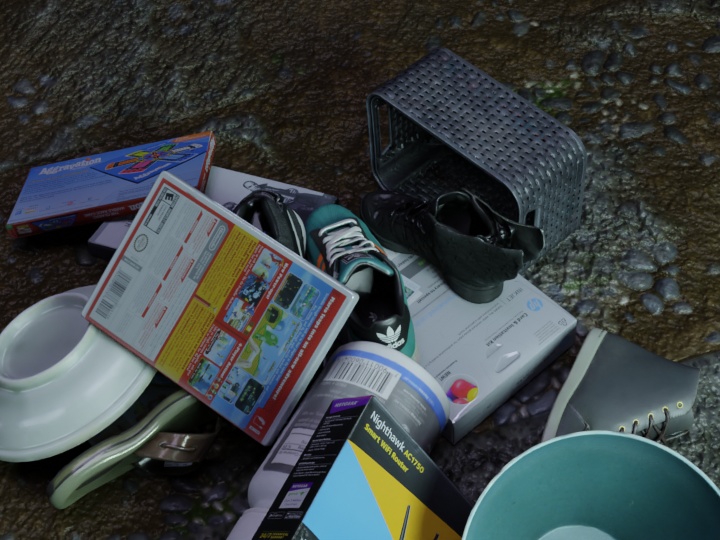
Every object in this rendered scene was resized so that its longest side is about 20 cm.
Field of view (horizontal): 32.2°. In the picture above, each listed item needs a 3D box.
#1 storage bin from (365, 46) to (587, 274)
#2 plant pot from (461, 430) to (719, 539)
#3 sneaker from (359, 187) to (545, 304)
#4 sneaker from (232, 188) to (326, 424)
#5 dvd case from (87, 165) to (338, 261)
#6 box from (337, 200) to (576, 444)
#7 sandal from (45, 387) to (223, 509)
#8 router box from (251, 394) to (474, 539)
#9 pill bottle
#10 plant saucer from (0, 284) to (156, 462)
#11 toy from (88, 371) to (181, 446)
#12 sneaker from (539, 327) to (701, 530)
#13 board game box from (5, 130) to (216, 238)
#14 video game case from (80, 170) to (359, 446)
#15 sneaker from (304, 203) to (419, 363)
[{"bbox_3d":[0.108,-0.102,1.183,0.094,0.135,0.200,-38,58,-23],"label":"storage bin"},{"bbox_3d":[0.167,0.225,0.901,0.199,0.135,0.201,-1,74,2],"label":"plant pot"},{"bbox_3d":[0.075,-0.041,1.106,0.060,0.104,0.200,-39,58,-24],"label":"sneaker"},{"bbox_3d":[-0.082,0.030,1.068,0.073,0.112,0.201,-11,76,10],"label":"sneaker"},{"bbox_3d":[-0.141,-0.044,1.213,0.199,0.025,0.150,14,44,17],"label":"dvd case"},{"bbox_3d":[0.071,0.041,1.133,0.156,0.041,0.200,-37,56,-22],"label":"box"},{"bbox_3d":[-0.166,0.151,1.049,0.201,0.080,0.057,-32,73,-12],"label":"sandal"},{"bbox_3d":[0.020,0.211,0.907,0.051,0.200,0.149,-11,39,45],"label":"router box"},{"bbox_3d":[-0.019,0.165,0.993,0.114,0.114,0.200,21,56,20],"label":"pill bottle"},{"bbox_3d":[-0.265,0.073,1.084,0.200,0.050,0.200,-18,38,14],"label":"plant saucer"},{"bbox_3d":[-0.182,0.068,1.125,0.200,0.047,0.115,-34,57,-21],"label":"toy"},{"bbox_3d":[0.212,0.135,1.022,0.106,0.075,0.200,15,53,19],"label":"sneaker"},{"bbox_3d":[-0.245,-0.086,1.234,0.199,0.019,0.103,-10,38,11],"label":"board game box"},{"bbox_3d":[-0.118,0.029,1.015,0.200,0.017,0.143,33,96,17],"label":"video game case"},{"bbox_3d":[0.000,0.000,1.093,0.071,0.080,0.200,-20,50,-10],"label":"sneaker"}]
